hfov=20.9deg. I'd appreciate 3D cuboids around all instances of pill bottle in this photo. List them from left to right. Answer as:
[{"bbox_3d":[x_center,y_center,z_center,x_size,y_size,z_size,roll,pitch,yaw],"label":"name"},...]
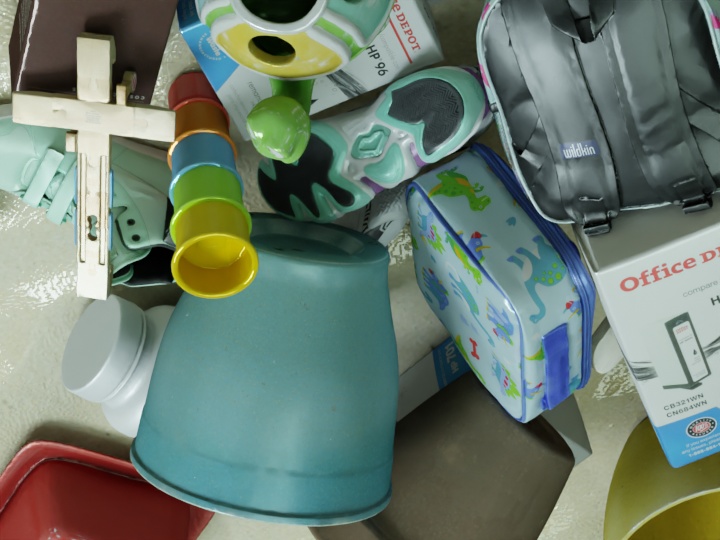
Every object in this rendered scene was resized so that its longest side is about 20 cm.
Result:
[{"bbox_3d":[-0.139,0.097,1.594,0.200,0.112,0.112,28,123,-31],"label":"pill bottle"}]

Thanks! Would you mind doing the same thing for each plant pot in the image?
[{"bbox_3d":[-0.058,0.062,1.441,0.199,0.200,0.189,7,104,-17],"label":"plant pot"},{"bbox_3d":[0.077,0.181,1.565,0.200,0.200,0.175,34,102,-34],"label":"plant pot"},{"bbox_3d":[0.303,0.206,1.759,0.199,0.142,0.201,-6,134,-6],"label":"plant pot"}]

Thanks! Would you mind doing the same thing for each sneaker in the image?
[{"bbox_3d":[-0.209,-0.051,1.436,0.200,0.119,0.074,14,131,-21],"label":"sneaker"},{"bbox_3d":[0.000,0.000,1.558,0.115,0.075,0.200,28,127,-32],"label":"sneaker"},{"bbox_3d":[0.029,-0.098,1.454,0.199,0.140,0.078,-20,93,32],"label":"sneaker"}]

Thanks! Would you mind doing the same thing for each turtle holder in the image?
[{"bbox_3d":[-0.053,-0.181,1.259,0.141,0.132,0.186,33,102,-2],"label":"turtle holder"}]

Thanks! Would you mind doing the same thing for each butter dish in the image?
[{"bbox_3d":[-0.241,0.269,1.711,0.199,0.148,0.200,20,126,-26],"label":"butter dish"}]

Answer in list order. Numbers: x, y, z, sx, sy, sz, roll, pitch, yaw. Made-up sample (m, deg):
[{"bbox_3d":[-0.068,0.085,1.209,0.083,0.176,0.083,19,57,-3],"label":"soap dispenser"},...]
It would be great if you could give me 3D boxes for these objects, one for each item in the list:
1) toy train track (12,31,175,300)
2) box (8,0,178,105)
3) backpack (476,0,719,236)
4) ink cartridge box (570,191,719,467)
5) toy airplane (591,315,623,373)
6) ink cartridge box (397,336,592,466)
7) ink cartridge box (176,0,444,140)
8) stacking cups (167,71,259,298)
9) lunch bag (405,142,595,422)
[{"bbox_3d":[-0.184,-0.075,1.367,0.114,0.033,0.201,8,118,5],"label":"toy train track"},{"bbox_3d":[-0.176,-0.204,1.332,0.100,0.075,0.200,6,133,-17],"label":"box"},{"bbox_3d":[0.172,-0.149,1.324,0.177,0.151,0.200,-11,130,21],"label":"backpack"},{"bbox_3d":[0.252,0.025,1.402,0.145,0.084,0.200,-22,126,7],"label":"ink cartridge box"},{"bbox_3d":[0.267,-0.023,1.490,0.199,0.141,0.201,-25,146,-38],"label":"toy airplane"},{"bbox_3d":[0.078,0.158,1.710,0.200,0.086,0.146,-39,127,25],"label":"ink cartridge box"},{"bbox_3d":[-0.018,-0.186,1.380,0.199,0.068,0.116,-22,133,10],"label":"ink cartridge box"},{"bbox_3d":[-0.107,-0.067,1.383,0.060,0.200,0.061,-3,131,-4],"label":"stacking cups"},{"bbox_3d":[0.108,0.014,1.453,0.082,0.161,0.200,-30,151,-11],"label":"lunch bag"}]
